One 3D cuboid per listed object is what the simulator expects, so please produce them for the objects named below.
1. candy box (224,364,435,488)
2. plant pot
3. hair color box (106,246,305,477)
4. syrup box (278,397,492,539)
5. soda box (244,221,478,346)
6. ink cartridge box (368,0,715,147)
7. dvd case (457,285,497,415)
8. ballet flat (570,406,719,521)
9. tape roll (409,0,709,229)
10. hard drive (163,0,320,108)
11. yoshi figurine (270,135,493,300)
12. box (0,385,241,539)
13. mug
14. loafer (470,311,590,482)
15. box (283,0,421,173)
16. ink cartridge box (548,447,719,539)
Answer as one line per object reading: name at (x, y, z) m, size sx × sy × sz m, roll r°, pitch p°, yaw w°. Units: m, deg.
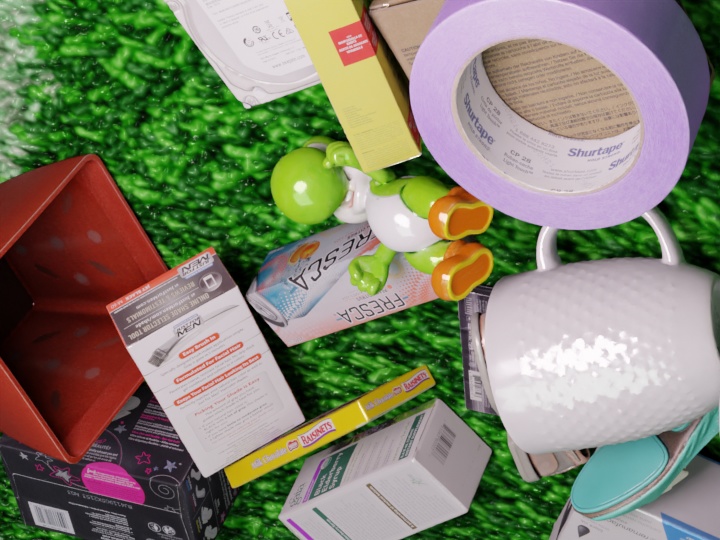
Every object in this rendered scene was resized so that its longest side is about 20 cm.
candy box at (-0.030, 0.144, 1.817) m, size 0.200 × 0.102 × 0.026 m, roll -30°, pitch 85°, yaw 42°
plant pot at (-0.308, 0.031, 1.789) m, size 0.176 × 0.200 × 0.200 m, roll 2°, pitch 133°, yaw 40°
hair color box at (-0.136, 0.085, 1.777) m, size 0.111 × 0.064 × 0.200 m, roll -29°, pitch 138°, yaw -6°
syrup box at (0.021, 0.201, 1.861) m, size 0.081 × 0.079 × 0.200 m, roll 44°, pitch 136°, yaw -19°
soda box at (0.000, 0.000, 1.686) m, size 0.200 × 0.064 × 0.068 m, roll -20°, pitch 121°, yaw 38°
ink cartridge box at (0.133, -0.166, 1.445) m, size 0.200 × 0.075 × 0.165 m, roll -9°, pitch 125°, yaw 34°
dvd case at (0.183, 0.084, 1.710) m, size 0.200 × 0.016 × 0.149 m, roll 11°, pitch 135°, yaw 18°
ballet flat at (0.260, 0.140, 1.639) m, size 0.070 × 0.067 × 0.200 m, roll 27°, pitch 110°, yaw -41°
tape roll at (0.138, -0.124, 1.381) m, size 0.200 × 0.066 × 0.200 m, roll 15°, pitch 137°, yaw 14°
hard drive at (-0.089, -0.225, 1.530) m, size 0.140 × 0.038 × 0.200 m, roll -15°, pitch 123°, yaw 36°
yoshi figurine at (0.005, -0.048, 1.560) m, size 0.200 × 0.113 × 0.112 m, roll 29°, pitch 176°, yaw 40°
box at (-0.234, 0.192, 1.957) m, size 0.200 × 0.115 × 0.132 m, roll 11°, pitch 137°, yaw 19°
mug at (0.202, 0.036, 1.567) m, size 0.175 × 0.148 × 0.200 m, roll -11°, pitch 91°, yaw 26°
loafer at (0.146, 0.103, 1.696) m, size 0.063 × 0.072 × 0.200 m, roll -11°, pitch 134°, yaw 14°
box at (-0.011, -0.175, 1.467) m, size 0.050 × 0.075 × 0.200 m, roll -16°, pitch 122°, yaw 13°
ink cartridge box at (0.252, 0.239, 1.764) m, size 0.145 × 0.084 × 0.200 m, roll 23°, pitch 143°, yaw 4°
